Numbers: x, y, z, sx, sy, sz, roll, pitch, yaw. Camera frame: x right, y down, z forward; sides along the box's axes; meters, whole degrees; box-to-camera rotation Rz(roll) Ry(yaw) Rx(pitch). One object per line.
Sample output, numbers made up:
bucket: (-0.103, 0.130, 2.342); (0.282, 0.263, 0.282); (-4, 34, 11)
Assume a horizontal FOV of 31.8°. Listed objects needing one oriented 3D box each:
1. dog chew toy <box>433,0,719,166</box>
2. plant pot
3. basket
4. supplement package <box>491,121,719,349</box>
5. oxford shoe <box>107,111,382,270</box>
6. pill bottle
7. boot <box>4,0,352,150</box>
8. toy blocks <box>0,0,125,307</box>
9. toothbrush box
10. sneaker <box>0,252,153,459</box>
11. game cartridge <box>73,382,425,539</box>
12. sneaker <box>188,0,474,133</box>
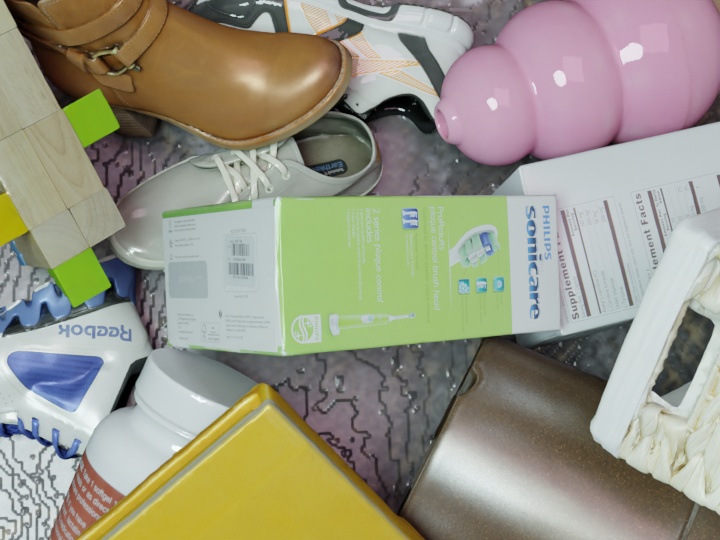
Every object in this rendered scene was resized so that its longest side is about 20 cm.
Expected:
dog chew toy: (0.142, -0.129, 0.844); (0.198, 0.125, 0.126); (-20, 84, -13)
plant pot: (0.132, 0.148, 0.778); (0.196, 0.200, 0.202); (28, 79, 6)
basket: (0.239, 0.047, 0.685); (0.123, 0.199, 0.137); (33, 118, 31)
supplement package: (0.197, -0.026, 0.843); (0.197, 0.114, 0.111); (-13, 83, -10)
oxford shoe: (-0.072, -0.058, 0.827); (0.198, 0.058, 0.076); (-20, 71, -20)
pill bottle: (-0.124, 0.155, 0.752); (0.111, 0.112, 0.202); (24, 99, -2)
boot: (-0.117, -0.147, 0.771); (0.197, 0.155, 0.078); (4, 66, 25)
toy blocks: (-0.214, -0.080, 0.766); (0.099, 0.136, 0.202); (-31, 103, -19)
toothbrush box: (0.000, 0.000, 0.759); (0.198, 0.145, 0.088); (-1, 90, -33)
sneaker: (-0.209, 0.082, 0.797); (0.198, 0.081, 0.116); (-29, 83, -12)
game cartridge: (-0.053, 0.183, 0.695); (0.176, 0.033, 0.200); (-39, 116, 7)
sneaker: (-0.022, -0.145, 0.857); (0.197, 0.074, 0.081); (9, 82, -5)
